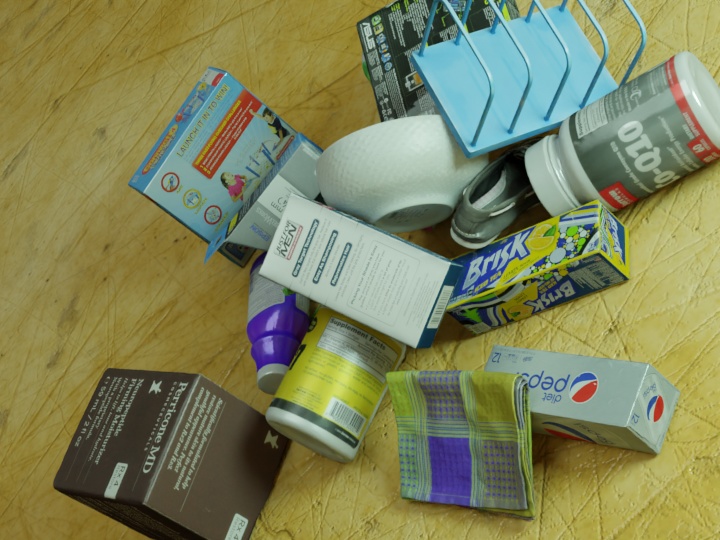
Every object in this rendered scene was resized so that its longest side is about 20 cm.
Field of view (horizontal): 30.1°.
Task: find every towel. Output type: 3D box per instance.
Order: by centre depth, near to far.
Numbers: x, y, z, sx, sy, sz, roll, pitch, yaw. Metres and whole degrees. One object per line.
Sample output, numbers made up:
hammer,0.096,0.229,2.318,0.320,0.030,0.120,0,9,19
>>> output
towel,0.100,0.172,1.353,0.199,0.023,0.145,0,96,49

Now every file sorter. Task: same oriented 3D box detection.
file sorter,0.178,-0.235,1.416,0.199,0.123,0.139,-20,66,-18

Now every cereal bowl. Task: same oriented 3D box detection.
cereal bowl,0.052,-0.097,1.507,0.199,0.199,0.084,-22,72,34

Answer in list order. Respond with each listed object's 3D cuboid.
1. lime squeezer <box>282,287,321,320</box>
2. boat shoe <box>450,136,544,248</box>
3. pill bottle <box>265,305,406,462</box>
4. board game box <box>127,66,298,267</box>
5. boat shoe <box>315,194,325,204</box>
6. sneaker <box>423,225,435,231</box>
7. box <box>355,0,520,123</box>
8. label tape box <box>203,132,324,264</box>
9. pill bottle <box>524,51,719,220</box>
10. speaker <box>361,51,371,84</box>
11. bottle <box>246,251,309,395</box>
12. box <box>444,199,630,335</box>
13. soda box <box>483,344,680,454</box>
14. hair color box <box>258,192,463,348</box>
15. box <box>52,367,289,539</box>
lime squeezer,-0.045,0.021,1.597,0.070,0.200,0.038,-18,78,4
boat shoe,0.169,-0.098,1.481,0.067,0.057,0.200,32,52,18
pill bottle,-0.016,0.105,1.523,0.114,0.114,0.201,8,66,50
board game box,-0.185,-0.141,1.845,0.201,0.196,0.056,-56,36,-6
boat shoe,-0.046,-0.054,1.732,0.073,0.062,0.201,-40,37,22
sneaker,0.047,-0.121,1.682,0.088,0.074,0.200,-54,41,-2
box,0.101,-0.249,1.568,0.192,0.047,0.201,-25,61,20
label tape box,-0.116,-0.079,1.746,0.200,0.063,0.144,-51,9,6
pill bottle,0.280,-0.132,1.401,0.199,0.114,0.114,-29,41,28
speaker,0.059,-0.238,1.751,0.088,0.088,0.201,-40,37,15
bottle,-0.104,0.063,1.695,0.083,0.065,0.201,-34,40,31
box,0.186,0.000,1.433,0.199,0.064,0.070,-22,46,34
soda box,0.206,0.124,1.306,0.199,0.063,0.069,3,63,48
hair color box,0.000,0.000,1.452,0.199,0.060,0.101,25,95,18
box,-0.226,0.227,1.604,0.199,0.164,0.167,-2,58,46
